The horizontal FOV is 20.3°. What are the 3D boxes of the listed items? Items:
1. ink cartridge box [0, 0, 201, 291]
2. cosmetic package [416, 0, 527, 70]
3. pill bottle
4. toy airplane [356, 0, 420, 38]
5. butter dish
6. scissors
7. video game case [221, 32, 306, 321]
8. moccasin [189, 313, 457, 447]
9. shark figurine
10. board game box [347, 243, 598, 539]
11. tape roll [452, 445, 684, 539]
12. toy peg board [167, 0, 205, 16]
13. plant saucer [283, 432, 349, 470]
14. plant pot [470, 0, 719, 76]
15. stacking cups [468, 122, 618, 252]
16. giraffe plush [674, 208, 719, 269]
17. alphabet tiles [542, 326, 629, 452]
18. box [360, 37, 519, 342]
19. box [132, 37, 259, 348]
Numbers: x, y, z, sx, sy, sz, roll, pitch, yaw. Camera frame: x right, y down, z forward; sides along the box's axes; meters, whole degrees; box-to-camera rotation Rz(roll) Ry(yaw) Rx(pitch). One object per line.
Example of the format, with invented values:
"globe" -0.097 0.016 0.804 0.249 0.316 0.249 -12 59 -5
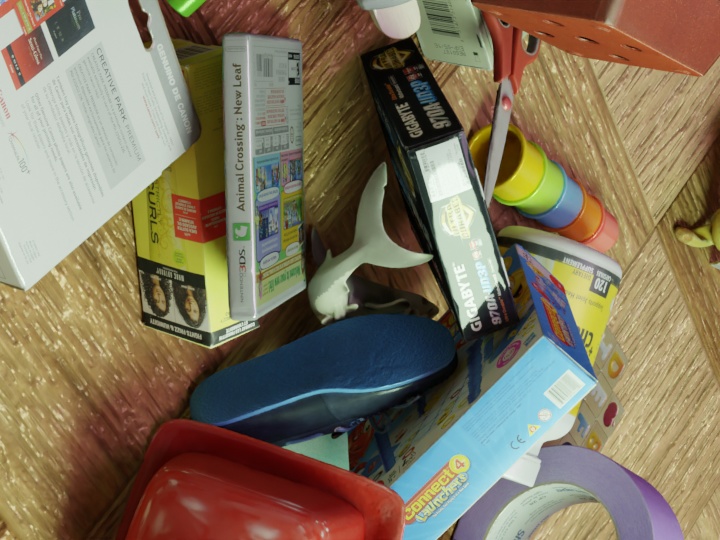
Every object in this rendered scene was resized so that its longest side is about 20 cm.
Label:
"ink cartridge box" -0.205 -0.122 1.237 0.176 0.084 0.201 -43 131 -34
"cosmetic package" 0.120 -0.259 1.584 0.200 0.073 0.104 -46 132 -31
"pill bottle" 0.138 0.072 1.678 0.112 0.112 0.201 24 82 -50
"toy airplane" 0.003 -0.276 1.388 0.199 0.141 0.200 14 92 -51
"butter dish" -0.094 0.214 1.363 0.148 0.199 0.201 33 75 -75
"scissors" 0.113 -0.132 1.495 0.073 0.014 0.201 21 62 -47
"video game case" -0.064 -0.068 1.369 0.200 0.022 0.183 -35 124 -81
"moccasin" -0.025 0.085 1.477 0.068 0.199 0.081 75 4 -49
"shark figurine" -0.014 -0.002 1.494 0.215 0.127 0.090 74 -2 -69
"board game box" 0.076 0.096 1.497 0.056 0.196 0.200 41 103 -15
"tape roll" 0.174 0.253 1.708 0.066 0.199 0.201 31 78 -49
"toy peg board" -0.122 -0.259 1.214 0.098 0.200 0.199 -41 111 14
"plant saucer" -0.044 0.207 1.564 0.200 0.039 0.202 -20 117 -45
"plant pot" 0.189 -0.250 1.465 0.199 0.199 0.177 18 89 -46
"stacking cups" 0.164 -0.063 1.705 0.200 0.060 0.061 28 80 -49
"giraffe plush" 0.407 -0.085 1.904 0.172 0.200 0.163 22 79 -26
"alphabet tiles" 0.182 0.113 1.825 0.167 0.006 0.200 -57 137 -21
"box" 0.056 -0.064 1.477 0.046 0.200 0.160 -19 117 -1
"box" -0.116 -0.053 1.372 0.050 0.075 0.201 -23 119 -43
